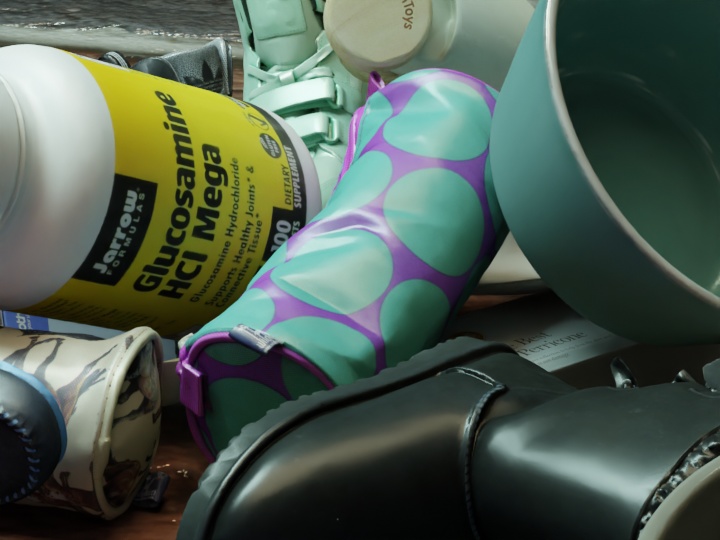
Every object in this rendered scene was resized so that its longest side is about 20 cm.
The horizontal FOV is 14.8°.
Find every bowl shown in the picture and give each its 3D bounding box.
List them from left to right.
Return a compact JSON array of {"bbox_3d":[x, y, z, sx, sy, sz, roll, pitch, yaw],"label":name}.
[{"bbox_3d":[0.134,-0.048,1.168,0.200,0.202,0.105,-12,-16,-36],"label":"bowl"}]

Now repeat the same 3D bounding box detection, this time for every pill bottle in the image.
[{"bbox_3d":[-0.118,-0.033,1.187,0.112,0.113,0.200,16,3,40],"label":"pill bottle"}]

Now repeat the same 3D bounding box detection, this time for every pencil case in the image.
[{"bbox_3d":[-0.175,0.052,1.143,0.199,0.078,0.089,7,7,18],"label":"pencil case"},{"bbox_3d":[0.000,0.000,1.173,0.092,0.085,0.200,26,47,11],"label":"pencil case"}]

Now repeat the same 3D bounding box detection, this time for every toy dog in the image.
[{"bbox_3d":[0.074,-0.127,1.282,0.199,0.097,0.132,8,-1,-22],"label":"toy dog"}]

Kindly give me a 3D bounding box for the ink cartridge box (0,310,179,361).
[{"bbox_3d":[-0.089,0.002,1.344,0.199,0.042,0.119,8,30,17],"label":"ink cartridge box"}]

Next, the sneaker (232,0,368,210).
[{"bbox_3d":[-0.042,-0.088,1.327,0.073,0.119,0.201,-14,27,15],"label":"sneaker"}]

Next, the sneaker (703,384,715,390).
[{"bbox_3d":[0.172,0.061,1.128,0.082,0.078,0.200,6,18,22],"label":"sneaker"}]

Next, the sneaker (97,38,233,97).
[{"bbox_3d":[-0.069,-0.057,1.437,0.199,0.114,0.075,14,22,35],"label":"sneaker"}]

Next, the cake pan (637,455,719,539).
[{"bbox_3d":[0.182,0.125,0.887,0.199,0.037,0.201,0,38,0],"label":"cake pan"}]

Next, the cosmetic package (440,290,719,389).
[{"bbox_3d":[0.115,0.037,1.249,0.199,0.051,0.082,-15,21,-40],"label":"cosmetic package"}]

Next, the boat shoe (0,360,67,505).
[{"bbox_3d":[-0.209,0.081,1.078,0.199,0.085,0.069,-10,19,25],"label":"boat shoe"}]

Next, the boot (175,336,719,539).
[{"bbox_3d":[0.053,0.084,0.992,0.162,0.074,0.198,13,29,42],"label":"boot"}]

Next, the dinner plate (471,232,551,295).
[{"bbox_3d":[0.083,-0.026,1.306,0.199,0.024,0.200,-8,23,4],"label":"dinner plate"}]
